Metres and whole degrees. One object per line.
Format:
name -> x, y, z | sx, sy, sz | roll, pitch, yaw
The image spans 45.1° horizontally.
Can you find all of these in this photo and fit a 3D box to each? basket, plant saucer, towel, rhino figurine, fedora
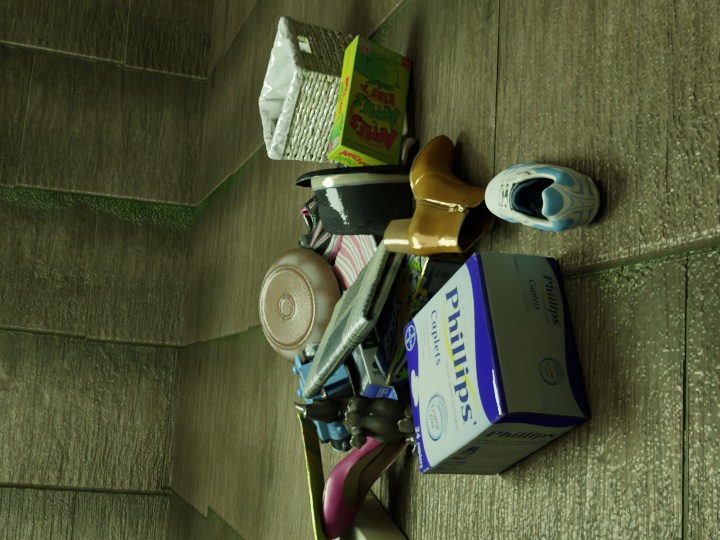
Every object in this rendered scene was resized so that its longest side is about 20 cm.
basket -> -0.089, -0.329, 1.622 | 0.200, 0.159, 0.201 | -106, 31, -46
plant saucer -> -0.116, 0.063, 1.494 | 0.199, 0.036, 0.204 | -1, 89, 43
towel -> -0.006, 0.061, 1.189 | 0.193, 0.034, 0.201 | -54, 10, 40
rhino figurine -> 0.003, 0.200, 1.175 | 0.087, 0.197, 0.061 | -45, -38, -73
towel -> 0.000, 0.000, 1.369 | 0.201, 0.030, 0.148 | 105, 148, -56
towel -> -0.067, 0.312, 1.257 | 0.086, 0.018, 0.203 | 64, -165, -63
fedora -> 0.004, -0.096, 1.238 | 0.200, 0.198, 0.093 | 178, 89, -69

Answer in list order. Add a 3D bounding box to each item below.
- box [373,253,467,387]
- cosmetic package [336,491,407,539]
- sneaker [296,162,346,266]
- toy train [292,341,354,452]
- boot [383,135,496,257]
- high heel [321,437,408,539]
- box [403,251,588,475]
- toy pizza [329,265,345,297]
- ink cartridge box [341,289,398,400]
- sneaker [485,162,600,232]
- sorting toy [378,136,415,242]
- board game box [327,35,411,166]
box -> 0.080, 0.058, 1.180 | 0.070, 0.063, 0.202 | -118, 40, -58
cosmetic package -> 0.003, 0.403, 1.271 | 0.200, 0.070, 0.107 | -146, 65, -68
sneaker -> -0.059, -0.114, 1.535 | 0.080, 0.085, 0.203 | 124, 160, -65
toy train -> -0.050, 0.205, 1.373 | 0.115, 0.086, 0.202 | -118, 13, -48
boot -> 0.123, -0.098, 1.117 | 0.143, 0.071, 0.203 | -1, 52, 45
high heel -> 0.013, 0.285, 1.213 | 0.095, 0.067, 0.202 | 6, 72, 45
box -> 0.138, 0.107, 0.951 | 0.200, 0.103, 0.186 | 127, 143, -53
toy pizza -> -0.052, 0.091, 1.577 | 0.200, 0.031, 0.203 | -172, 90, -70
ink cartridge box -> 0.008, 0.138, 1.321 | 0.100, 0.039, 0.202 | 107, 150, -55
sneaker -> 0.181, -0.083, 0.942 | 0.200, 0.071, 0.073 | -159, 75, -71
sorting toy -> 0.034, -0.119, 1.413 | 0.185, 0.036, 0.203 | -151, 73, -68
board game box -> 0.017, -0.254, 1.348 | 0.048, 0.100, 0.203 | -33, 44, 56
